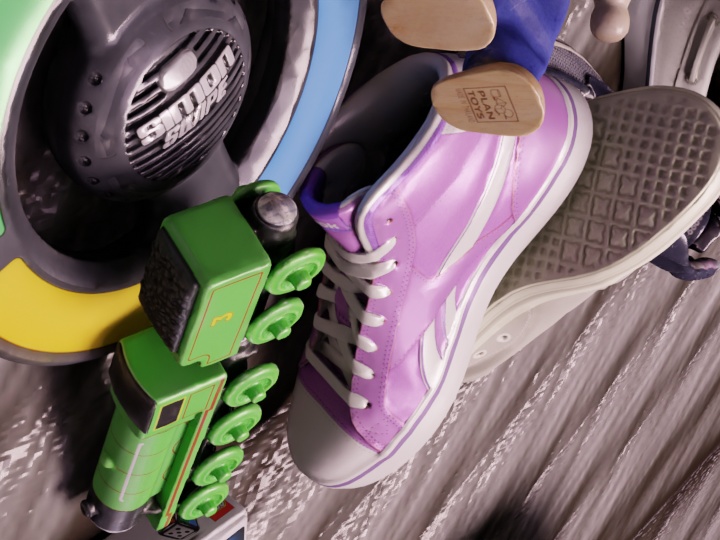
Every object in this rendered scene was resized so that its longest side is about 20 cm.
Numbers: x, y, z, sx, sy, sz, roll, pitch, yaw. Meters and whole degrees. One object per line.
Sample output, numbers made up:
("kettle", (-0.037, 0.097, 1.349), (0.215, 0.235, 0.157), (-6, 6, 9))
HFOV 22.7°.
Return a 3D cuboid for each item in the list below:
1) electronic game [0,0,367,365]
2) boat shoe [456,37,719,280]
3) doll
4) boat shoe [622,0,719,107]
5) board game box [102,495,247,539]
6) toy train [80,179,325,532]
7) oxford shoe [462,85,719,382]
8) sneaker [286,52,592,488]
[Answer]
("electronic game", (-0.066, -0.059, 0.577), (0.200, 0.042, 0.201), (-38, 145, -32))
("boat shoe", (0.112, -0.050, 0.812), (0.200, 0.093, 0.075), (17, 103, -60))
("doll", (0.075, -0.139, 0.677), (0.137, 0.048, 0.200), (56, 46, -34))
("boat shoe", (0.184, -0.080, 0.905), (0.075, 0.086, 0.202), (-42, 147, -27))
("board game box", (-0.105, 0.195, 0.767), (0.126, 0.035, 0.201), (-33, 143, -37))
("toy train", (-0.061, 0.040, 0.631), (0.056, 0.042, 0.200), (-22, 155, -30))
("oxford shoe", (0.079, -0.011, 0.758), (0.058, 0.075, 0.200), (6, 144, -48))
("sneaker", (0.000, -0.001, 0.713), (0.114, 0.073, 0.201), (6, 117, -49))
